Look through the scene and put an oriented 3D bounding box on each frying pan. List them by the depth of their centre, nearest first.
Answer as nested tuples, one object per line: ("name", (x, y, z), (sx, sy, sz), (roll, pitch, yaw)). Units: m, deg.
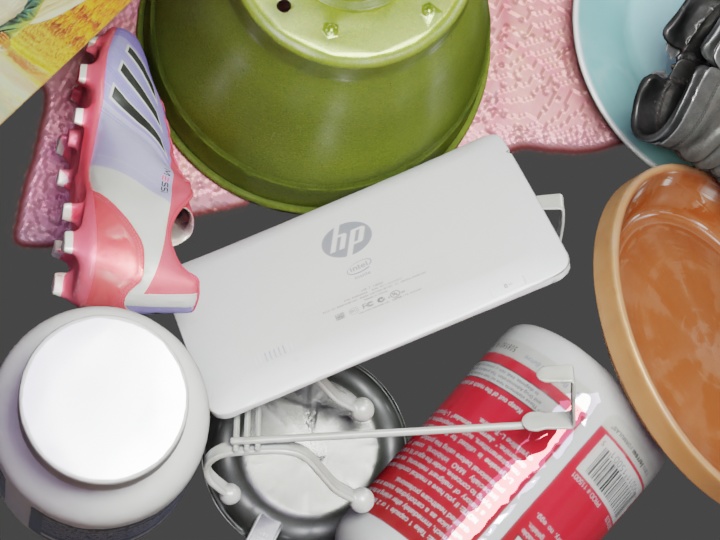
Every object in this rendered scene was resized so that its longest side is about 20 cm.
("frying pan", (-0.057, 0.121, 1.552), (0.190, 0.031, 0.115), (-40, 85, -15))

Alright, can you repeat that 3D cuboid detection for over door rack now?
("over door rack", (0.019, 0.049, 1.505), (0.199, 0.067, 0.148), (-13, 41, 10))

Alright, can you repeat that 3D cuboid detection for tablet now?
("tablet", (0.000, 0.000, 1.507), (0.199, 0.014, 0.130), (-22, 39, -2))

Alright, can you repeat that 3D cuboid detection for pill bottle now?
("pill bottle", (-0.133, 0.079, 1.460), (0.111, 0.200, 0.112), (1, 80, -7))
("pill bottle", (0.060, 0.135, 1.519), (0.112, 0.112, 0.200), (42, 77, 2))

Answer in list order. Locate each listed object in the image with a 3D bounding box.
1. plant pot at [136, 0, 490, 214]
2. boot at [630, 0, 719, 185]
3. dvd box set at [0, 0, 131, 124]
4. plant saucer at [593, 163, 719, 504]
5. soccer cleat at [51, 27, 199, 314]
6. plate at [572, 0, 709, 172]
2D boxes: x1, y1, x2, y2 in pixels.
("plant pot", (-0.014, -0.147, 1.522), (0.199, 0.193, 0.201), (1, 79, -7))
("boot", (0.237, -0.127, 1.559), (0.132, 0.070, 0.200), (38, 72, -30))
("dvd box set", (-0.219, -0.145, 1.496), (0.146, 0.029, 0.200), (41, 119, -19))
("plant saucer", (0.191, 0.040, 1.541), (0.200, 0.032, 0.201), (28, 48, -36))
("soccer cleat", (-0.121, -0.051, 1.524), (0.076, 0.067, 0.200), (12, 41, -12))
("plate", (0.216, -0.135, 1.634), (0.199, 0.026, 0.201), (1, 78, -7))
